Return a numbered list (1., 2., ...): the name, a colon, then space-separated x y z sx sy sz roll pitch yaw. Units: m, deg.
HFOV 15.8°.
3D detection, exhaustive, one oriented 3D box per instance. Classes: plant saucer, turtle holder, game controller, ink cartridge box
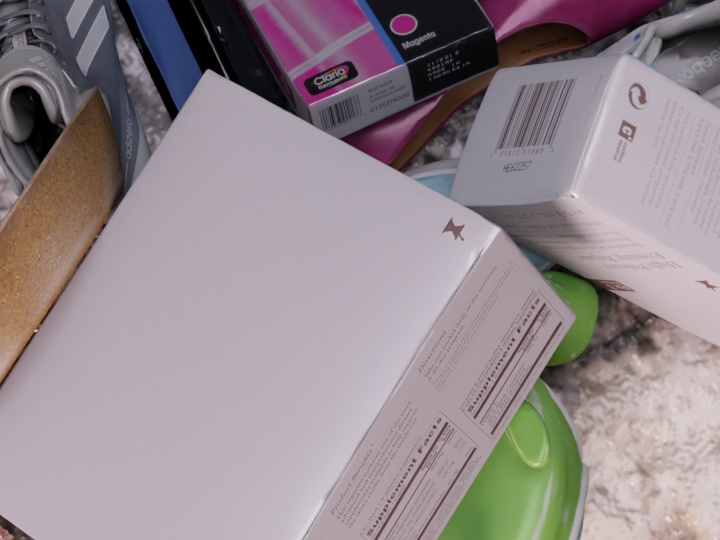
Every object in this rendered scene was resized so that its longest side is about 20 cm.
1. plant saucer: -0.152 0.016 1.086 0.035 0.200 0.201 34 80 -7
2. turtle holder: 0.035 0.089 1.153 0.140 0.132 0.186 -7 68 19
3. game controller: -0.092 -0.126 1.224 0.042 0.104 0.201 -19 76 -26
4. ink cartridge box: -0.020 -0.151 1.224 0.094 0.037 0.200 -25 52 -8

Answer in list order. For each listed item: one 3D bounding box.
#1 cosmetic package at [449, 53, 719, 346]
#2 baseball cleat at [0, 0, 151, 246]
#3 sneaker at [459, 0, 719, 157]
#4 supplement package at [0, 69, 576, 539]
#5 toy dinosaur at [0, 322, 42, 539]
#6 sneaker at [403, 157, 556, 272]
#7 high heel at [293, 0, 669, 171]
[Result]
1. cosmetic package: 0.149 -0.021 1.149 0.200 0.102 0.074 28 77 -27
2. baseball cleat: -0.150 -0.108 1.220 0.070 0.106 0.201 -29 75 9
3. sneaker: 0.116 -0.073 1.216 0.200 0.087 0.075 -38 81 -5
4. supplement package: -0.039 0.050 1.059 0.155 0.111 0.200 29 82 28
5. toy dinosaur: -0.122 0.097 1.186 0.199 0.086 0.136 -2 77 -3
6. sneaker: 0.000 0.000 1.177 0.199 0.082 0.074 -13 104 9
7. high heel: 0.063 -0.085 1.231 0.199 0.067 0.097 -16 72 11
